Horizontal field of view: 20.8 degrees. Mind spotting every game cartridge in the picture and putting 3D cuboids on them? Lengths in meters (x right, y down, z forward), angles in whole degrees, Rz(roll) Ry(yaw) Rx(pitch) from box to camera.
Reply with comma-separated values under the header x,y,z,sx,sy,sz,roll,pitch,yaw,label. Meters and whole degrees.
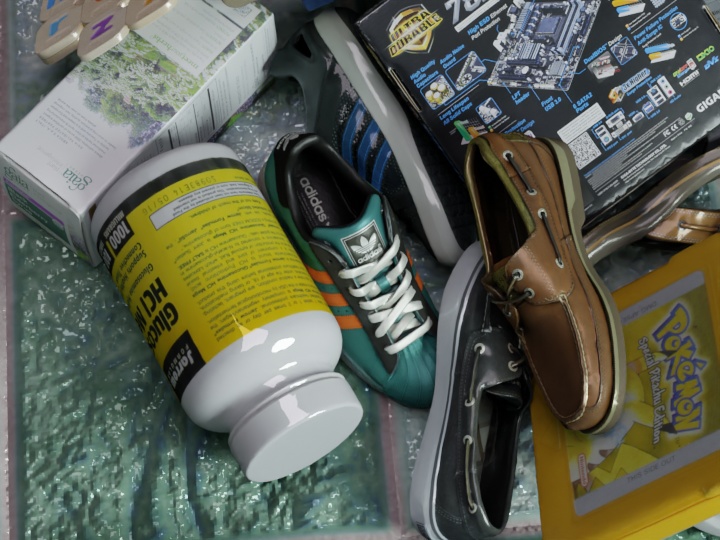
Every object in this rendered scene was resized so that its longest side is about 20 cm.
x,y,z,sx,sy,sz,roll,pitch,yaw,label
0.189,0.072,1.186,0.199,0.032,0.177,-33,42,32,game cartridge

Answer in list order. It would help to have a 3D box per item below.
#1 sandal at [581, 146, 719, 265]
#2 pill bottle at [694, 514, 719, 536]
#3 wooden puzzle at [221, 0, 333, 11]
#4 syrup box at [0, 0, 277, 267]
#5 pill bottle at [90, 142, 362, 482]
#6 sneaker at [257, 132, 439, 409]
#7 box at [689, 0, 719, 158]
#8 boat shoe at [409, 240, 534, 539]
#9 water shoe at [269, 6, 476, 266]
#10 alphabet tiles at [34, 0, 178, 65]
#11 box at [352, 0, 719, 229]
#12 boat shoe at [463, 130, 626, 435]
x,y,z,sx,sy,sz,roll,pitch,yaw,label
0.205,-0.032,1.300,0.199,0.082,0.055,-33,88,-14,sandal
0.260,0.062,1.235,0.111,0.112,0.201,14,66,6,pill bottle
0.027,-0.228,1.301,0.200,0.184,0.047,-39,107,-44,wooden puzzle
-0.148,-0.108,1.325,0.079,0.082,0.200,35,70,16,syrup box
-0.082,0.028,1.246,0.112,0.113,0.201,-27,68,-12,pill bottle
0.000,0.000,1.263,0.071,0.080,0.201,-33,85,-14,sneaker
0.257,-0.191,1.391,0.155,0.041,0.201,-25,69,-12,box
0.082,0.077,1.244,0.056,0.068,0.202,-2,67,38,boat shoe
0.010,-0.080,1.333,0.079,0.071,0.201,-33,74,21,water shoe
-0.137,-0.213,1.338,0.199,0.015,0.196,-30,31,14,alphabet tiles
0.130,-0.140,1.293,0.199,0.050,0.199,-37,96,1,box
0.106,0.008,1.212,0.068,0.072,0.201,6,58,-34,boat shoe
